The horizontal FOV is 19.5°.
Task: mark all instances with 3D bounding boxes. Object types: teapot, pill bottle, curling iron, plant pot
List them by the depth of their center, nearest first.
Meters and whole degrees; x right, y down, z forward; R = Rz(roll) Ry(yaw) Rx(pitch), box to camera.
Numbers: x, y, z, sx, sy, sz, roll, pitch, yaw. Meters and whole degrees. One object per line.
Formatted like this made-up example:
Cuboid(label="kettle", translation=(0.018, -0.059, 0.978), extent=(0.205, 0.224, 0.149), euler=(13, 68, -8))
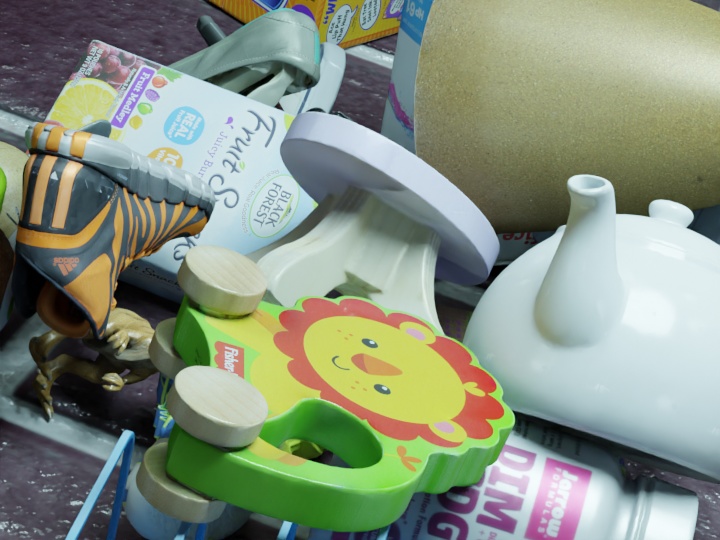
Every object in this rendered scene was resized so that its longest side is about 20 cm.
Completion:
Cuboid(label="pill bottle", translation=(0.079, 0.139, 1.172), extent=(0.200, 0.113, 0.113), euler=(17, 31, 3))
Cuboid(label="teapot", translation=(0.160, 0.032, 1.206), extent=(0.197, 0.146, 0.200), euler=(20, -6, -15))
Cuboid(label="plant pot", translation=(0.162, -0.104, 1.309), extent=(0.200, 0.187, 0.186), euler=(7, 27, 24))
Cuboid(label="curling iron", translation=(-0.063, -0.128, 1.504), extent=(0.026, 0.050, 0.200), euler=(29, 13, -48))

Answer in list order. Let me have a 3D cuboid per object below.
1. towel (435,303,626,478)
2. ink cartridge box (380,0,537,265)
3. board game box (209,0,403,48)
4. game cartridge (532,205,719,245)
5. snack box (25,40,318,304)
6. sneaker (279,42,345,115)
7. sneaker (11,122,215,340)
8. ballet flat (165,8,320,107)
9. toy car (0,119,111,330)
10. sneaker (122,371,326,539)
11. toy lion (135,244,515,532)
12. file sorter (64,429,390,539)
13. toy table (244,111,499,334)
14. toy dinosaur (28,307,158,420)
Cuboid(label="towel", translation=(0.100, 0.088, 1.353), extent=(0.143, 0.023, 0.200), euler=(11, 32, -8))
Cuboid(label="ink cartridge box", translation=(0.095, -0.109, 1.490), extent=(0.144, 0.200, 0.085), euler=(-2, 25, -26))
Cuboid(label="board game box", translation=(-0.031, -0.328, 1.785), extent=(0.200, 0.200, 0.200), euler=(34, 36, 28))
Cuboid(label="game cartridge", translation=(0.195, -0.034, 1.402), extent=(0.042, 0.133, 0.200), euler=(11, 22, -30))
Cuboid(label="snack box", translation=(-0.119, -0.056, 1.396), extent=(0.200, 0.053, 0.142), euler=(22, 66, 9))
Cuboid(label="sneaker", translation=(-0.058, -0.121, 1.567), extent=(0.071, 0.073, 0.200), euler=(19, 31, -1))
Cuboid(label="sneaker", translation=(-0.153, -0.015, 1.222), extent=(0.078, 0.112, 0.200), euler=(12, -3, 22))
Cuboid(label="ballet flat", translation=(-0.114, -0.119, 1.475), extent=(0.067, 0.200, 0.064), euler=(29, 43, -51))
Cuboid(label="toy car", translation=(-0.225, -0.023, 1.259), extent=(0.158, 0.164, 0.200), euler=(34, 32, 28))
Cuboid(label="sneaker", translation=(-0.095, 0.097, 1.220), extent=(0.105, 0.076, 0.200), euler=(18, 22, 29))
Cuboid(label="toy lion", translation=(-0.012, 0.069, 1.079), extent=(0.192, 0.069, 0.200), euler=(18, 26, -11))
Cuboid(label="file sorter", translation=(-0.053, 0.182, 1.040), extent=(0.200, 0.123, 0.139), euler=(18, 32, 3))
Cuboid(label="toy table", translation=(0.000, 0.000, 1.274), extent=(0.184, 0.117, 0.200), euler=(15, -17, 40))
Cuboid(label="toy dinosaur", translation=(-0.151, 0.040, 1.263), extent=(0.106, 0.060, 0.200), euler=(-22, 27, -21))
